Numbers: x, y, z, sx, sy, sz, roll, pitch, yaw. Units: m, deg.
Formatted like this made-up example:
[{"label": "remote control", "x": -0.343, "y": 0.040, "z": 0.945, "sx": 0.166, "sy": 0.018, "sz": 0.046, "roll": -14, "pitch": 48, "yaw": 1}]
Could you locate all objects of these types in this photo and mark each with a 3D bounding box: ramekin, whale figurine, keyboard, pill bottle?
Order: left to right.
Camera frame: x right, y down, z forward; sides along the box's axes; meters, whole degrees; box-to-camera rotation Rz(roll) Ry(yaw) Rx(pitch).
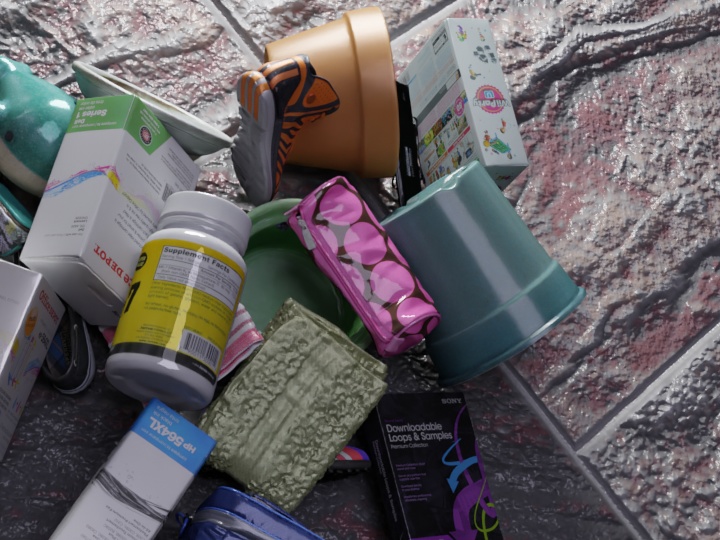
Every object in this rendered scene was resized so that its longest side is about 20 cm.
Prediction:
[{"label": "whale figurine", "x": -0.354, "y": -0.173, "z": 1.705, "sx": 0.159, "sy": 0.104, "sz": 0.201, "roll": 16, "pitch": 38, "yaw": -52}, {"label": "pill bottle", "x": -0.179, "y": 0.030, "z": 1.567, "sx": 0.113, "sy": 0.114, "sz": 0.201, "roll": 20, "pitch": 65, "yaw": -12}, {"label": "ramekin", "x": -0.076, "y": 0.030, "z": 1.740, "sx": 0.198, "sy": 0.098, "sz": 0.202, "roll": 8, "pitch": 64, "yaw": -18}, {"label": "keyboard", "x": 0.046, "y": -0.128, "z": 1.876, "sx": 0.039, "sy": 0.104, "sz": 0.202, "roll": -8, "pitch": 85, "yaw": 20}]

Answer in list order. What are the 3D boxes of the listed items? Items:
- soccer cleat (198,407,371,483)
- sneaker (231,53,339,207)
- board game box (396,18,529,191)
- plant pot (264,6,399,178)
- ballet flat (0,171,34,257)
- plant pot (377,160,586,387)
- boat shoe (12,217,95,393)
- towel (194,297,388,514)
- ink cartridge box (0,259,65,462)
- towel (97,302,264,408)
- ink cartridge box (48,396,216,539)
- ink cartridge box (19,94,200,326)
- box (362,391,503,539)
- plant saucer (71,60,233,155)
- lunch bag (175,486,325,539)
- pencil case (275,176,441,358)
[{"label": "soccer cleat", "x": -0.083, "y": 0.190, "z": 1.682, "sx": 0.198, "sy": 0.068, "sz": 0.074, "roll": 4, "pitch": 69, "yaw": -16}, {"label": "sneaker", "x": -0.078, "y": -0.156, "z": 1.711, "sx": 0.112, "sy": 0.201, "sz": 0.078, "roll": -27, "pitch": 62, "yaw": -26}, {"label": "board game box", "x": 0.123, "y": -0.184, "z": 1.890, "sx": 0.064, "sy": 0.148, "sz": 0.202, "roll": -3, "pitch": 68, "yaw": -25}, {"label": "plant pot", "x": -0.038, "y": -0.204, "z": 1.820, "sx": 0.139, "sy": 0.200, "sz": 0.202, "roll": -5, "pitch": 68, "yaw": -6}, {"label": "ballet flat", "x": -0.415, "y": -0.087, "z": 1.669, "sx": 0.072, "sy": 0.072, "sz": 0.201, "roll": -17, "pitch": 51, "yaw": -27}, {"label": "plant pot", "x": 0.123, "y": -0.005, "z": 1.754, "sx": 0.200, "sy": 0.200, "sz": 0.197, "roll": -34, "pitch": 95, "yaw": -31}, {"label": "boat shoe", "x": -0.330, "y": 0.032, "z": 1.648, "sx": 0.068, "sy": 0.057, "sz": 0.201, "roll": -21, "pitch": 75, "yaw": 4}, {"label": "towel", "x": -0.074, "y": 0.146, "z": 1.630, "sx": 0.148, "sy": 0.036, "sz": 0.201, "roll": 37, "pitch": 78, "yaw": -7}, {"label": "ink cartridge box", "x": -0.388, "y": 0.068, "z": 1.542, "sx": 0.124, "sy": 0.129, "sz": 0.201, "roll": 19, "pitch": 74, "yaw": 5}, {"label": "towel", "x": -0.207, "y": 0.047, "z": 1.647, "sx": 0.146, "sy": 0.030, "sz": 0.200, "roll": -36, "pitch": 59, "yaw": -2}, {"label": "ink cartridge box", "x": -0.244, "y": 0.246, "z": 1.545, "sx": 0.084, "sy": 0.146, "sz": 0.200, "roll": 37, "pitch": 58, "yaw": -3}, {"label": "ink cartridge box", "x": -0.260, "y": -0.060, "z": 1.625, "sx": 0.083, "sy": 0.145, "sz": 0.201, "roll": -1, "pitch": 59, "yaw": 27}, {"label": "box", "x": 0.081, "y": 0.233, "z": 1.724, "sx": 0.142, "sy": 0.036, "sz": 0.201, "roll": 2, "pitch": 63, "yaw": -41}, {"label": "plant saucer", "x": -0.241, "y": -0.170, "z": 1.738, "sx": 0.199, "sy": 0.200, "sz": 0.051, "roll": 26, "pitch": 96, "yaw": -9}, {"label": "lunch bag", "x": -0.107, "y": 0.307, "z": 1.576, "sx": 0.199, "sy": 0.136, "sz": 0.133, "roll": 32, "pitch": 62, "yaw": -6}, {"label": "pencil case", "x": 0.000, "y": 0.000, "z": 1.677, "sx": 0.200, "sy": 0.091, "sz": 0.094, "roll": 52, "pitch": 24, "yaw": 8}]
